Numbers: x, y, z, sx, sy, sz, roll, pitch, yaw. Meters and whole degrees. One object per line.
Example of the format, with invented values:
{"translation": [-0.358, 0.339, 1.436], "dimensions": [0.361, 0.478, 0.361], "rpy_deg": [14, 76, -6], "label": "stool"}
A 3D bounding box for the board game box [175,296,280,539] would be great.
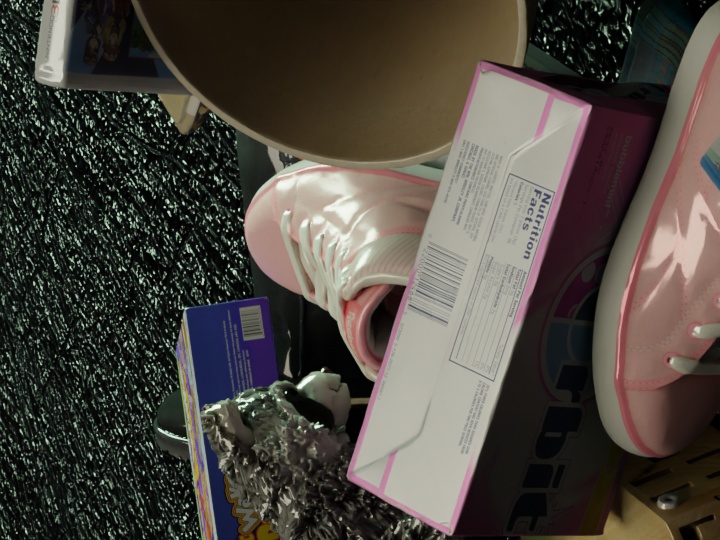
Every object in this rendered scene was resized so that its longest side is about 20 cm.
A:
{"translation": [-0.060, 0.127, 1.404], "dimensions": [0.135, 0.044, 0.202], "rpy_deg": [115, 147, -77], "label": "board game box"}

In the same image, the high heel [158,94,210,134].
{"translation": [-0.059, -0.181, 1.443], "dimensions": [0.071, 0.142, 0.201], "rpy_deg": [24, 128, 31], "label": "high heel"}

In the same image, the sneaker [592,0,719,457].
{"translation": [0.165, -0.004, 1.092], "dimensions": [0.104, 0.075, 0.202], "rpy_deg": [26, 107, 42], "label": "sneaker"}

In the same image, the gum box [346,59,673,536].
{"translation": [0.080, 0.010, 1.141], "dimensions": [0.066, 0.113, 0.201], "rpy_deg": [25, 102, 38], "label": "gum box"}

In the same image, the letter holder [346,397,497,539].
{"translation": [0.021, 0.185, 1.394], "dimensions": [0.142, 0.100, 0.202], "rpy_deg": [-76, -17, -70], "label": "letter holder"}

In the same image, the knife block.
{"translation": [0.129, 0.144, 1.270], "dimensions": [0.200, 0.064, 0.177], "rpy_deg": [37, 141, 55], "label": "knife block"}

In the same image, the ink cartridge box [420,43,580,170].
{"translation": [0.008, -0.078, 1.356], "dimensions": [0.199, 0.047, 0.161], "rpy_deg": [34, 136, 19], "label": "ink cartridge box"}

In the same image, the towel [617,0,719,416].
{"translation": [0.164, -0.010, 1.192], "dimensions": [0.201, 0.022, 0.147], "rpy_deg": [58, 148, 34], "label": "towel"}

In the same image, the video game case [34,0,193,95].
{"translation": [-0.072, -0.173, 1.240], "dimensions": [0.023, 0.199, 0.184], "rpy_deg": [12, 98, 31], "label": "video game case"}

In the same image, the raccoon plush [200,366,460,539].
{"translation": [-0.027, 0.142, 1.242], "dimensions": [0.097, 0.133, 0.201], "rpy_deg": [104, -178, -57], "label": "raccoon plush"}

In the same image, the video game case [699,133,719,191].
{"translation": [0.223, -0.064, 0.975], "dimensions": [0.200, 0.018, 0.144], "rpy_deg": [-53, 51, 27], "label": "video game case"}

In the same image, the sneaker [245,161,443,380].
{"translation": [0.000, 0.000, 1.295], "dimensions": [0.199, 0.105, 0.076], "rpy_deg": [4, 125, 40], "label": "sneaker"}

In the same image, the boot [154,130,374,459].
{"translation": [-0.054, 0.010, 1.518], "dimensions": [0.164, 0.066, 0.202], "rpy_deg": [4, 111, 28], "label": "boot"}

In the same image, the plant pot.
{"translation": [0.015, -0.181, 1.208], "dimensions": [0.186, 0.201, 0.188], "rpy_deg": [13, 134, 14], "label": "plant pot"}
